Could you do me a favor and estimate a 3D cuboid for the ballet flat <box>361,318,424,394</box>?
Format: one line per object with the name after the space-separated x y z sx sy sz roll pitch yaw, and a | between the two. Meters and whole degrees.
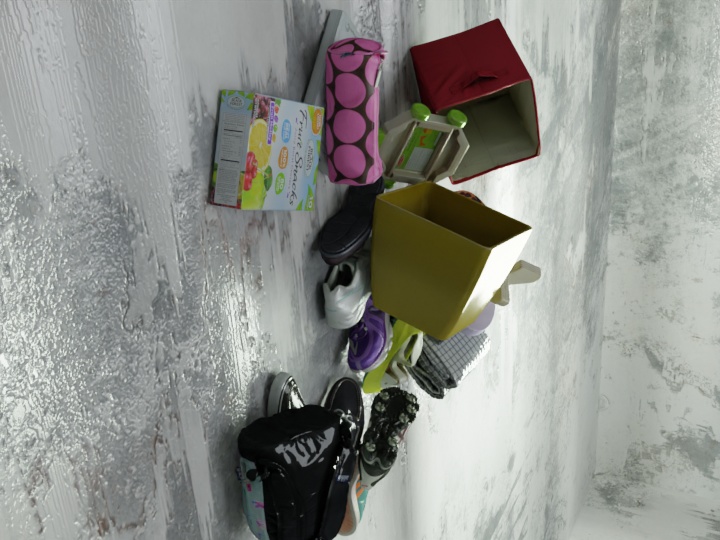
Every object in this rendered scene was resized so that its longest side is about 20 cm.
0.061 0.152 1.824 0.066 0.067 0.202 -13 137 -46 | ballet flat

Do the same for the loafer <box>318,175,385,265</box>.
-0.006 -0.069 1.671 0.064 0.071 0.201 83 25 -43 | loafer

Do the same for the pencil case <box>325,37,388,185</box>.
-0.004 -0.220 1.517 0.091 0.092 0.203 -43 138 -54 | pencil case

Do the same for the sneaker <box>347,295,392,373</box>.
0.007 0.070 1.774 0.083 0.079 0.203 42 51 -48 | sneaker

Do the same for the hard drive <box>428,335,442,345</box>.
0.140 0.026 1.897 0.042 0.135 0.200 -41 -173 41 | hard drive

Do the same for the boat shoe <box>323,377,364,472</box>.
-0.025 0.252 1.695 0.063 0.071 0.203 118 -16 -55 | boat shoe

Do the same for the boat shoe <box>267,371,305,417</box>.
-0.090 0.236 1.597 0.071 0.063 0.203 -54 145 -46 | boat shoe

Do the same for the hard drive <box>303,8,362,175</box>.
-0.038 -0.257 1.573 0.132 0.026 0.203 43 59 -63 | hard drive

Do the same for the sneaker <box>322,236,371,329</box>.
0.000 0.000 1.709 0.201 0.069 0.081 -58 146 -41 | sneaker

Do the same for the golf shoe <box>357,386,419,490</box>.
0.037 0.268 1.762 0.201 0.076 0.089 -57 170 -53 | golf shoe

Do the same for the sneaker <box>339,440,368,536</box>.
-0.022 0.339 1.800 0.080 0.070 0.203 -53 148 -61 | sneaker

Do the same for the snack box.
-0.117 -0.152 1.397 0.199 0.052 0.145 -6 105 -67 | snack box

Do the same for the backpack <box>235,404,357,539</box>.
-0.096 0.298 1.505 0.164 0.126 0.203 -12 115 -24 | backpack

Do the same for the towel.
0.124 0.109 1.917 0.085 0.201 0.165 -41 177 40 | towel

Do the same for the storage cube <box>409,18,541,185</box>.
0.197 -0.291 1.841 0.201 0.168 0.181 71 1 -47 | storage cube

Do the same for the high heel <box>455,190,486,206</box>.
0.133 -0.071 1.896 0.072 0.140 0.201 74 34 -45 | high heel

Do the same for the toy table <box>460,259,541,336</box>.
0.208 -0.001 1.856 0.182 0.117 0.203 11 54 -34 | toy table

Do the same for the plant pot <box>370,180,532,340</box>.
0.124 -0.010 1.680 0.199 0.198 0.179 -21 133 -60 | plant pot

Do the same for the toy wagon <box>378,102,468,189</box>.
0.077 -0.199 1.730 0.156 0.197 0.040 -62 -147 37 | toy wagon
